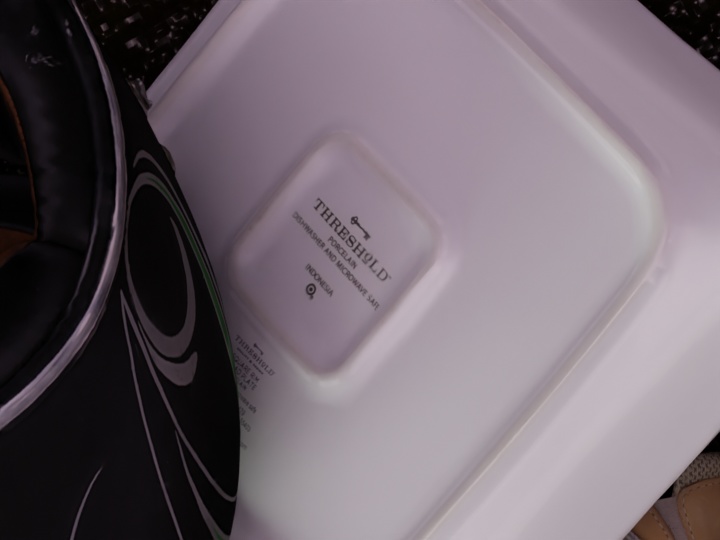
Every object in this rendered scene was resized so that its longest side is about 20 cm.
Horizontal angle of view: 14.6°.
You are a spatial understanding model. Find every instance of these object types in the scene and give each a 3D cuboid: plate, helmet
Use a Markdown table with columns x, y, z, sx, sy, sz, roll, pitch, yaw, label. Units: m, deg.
| x | y | z | sx | sy | sz | roll | pitch | yaw | label |
| --- | --- | --- | --- | --- | --- | --- | --- | --- | --- |
| 0.000 | 0.000 | 0.719 | 0.200 | 0.032 | 0.200 | -50 | 59 | 11 | plate |
| -0.118 | 0.035 | 0.650 | 0.199 | 0.191 | 0.201 | 0 | 55 | 0 | helmet |

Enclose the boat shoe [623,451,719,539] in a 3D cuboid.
| x | y | z | sx | sy | sz | roll | pitch | yaw | label |
| --- | --- | --- | --- | --- | --- | --- | --- | --- | --- |
| 0.076 | 0.080 | 0.735 | 0.200 | 0.072 | 0.076 | 36 | 88 | 7 | boat shoe |
